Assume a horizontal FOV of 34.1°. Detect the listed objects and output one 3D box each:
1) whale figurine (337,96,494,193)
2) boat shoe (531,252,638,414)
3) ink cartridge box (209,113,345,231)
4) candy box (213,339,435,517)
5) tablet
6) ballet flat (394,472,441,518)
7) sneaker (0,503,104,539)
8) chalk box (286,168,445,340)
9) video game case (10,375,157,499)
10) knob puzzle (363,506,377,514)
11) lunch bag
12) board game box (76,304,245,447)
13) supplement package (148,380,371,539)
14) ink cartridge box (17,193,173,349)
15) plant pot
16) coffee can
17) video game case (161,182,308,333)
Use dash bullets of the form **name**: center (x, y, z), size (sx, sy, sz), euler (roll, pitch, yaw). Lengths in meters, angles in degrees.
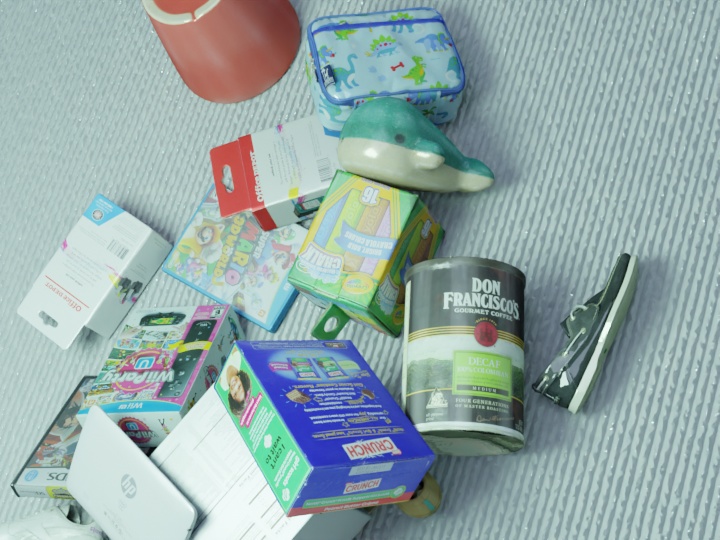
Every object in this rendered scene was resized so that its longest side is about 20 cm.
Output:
- **whale figurine**: center (0.071, -0.152, 1.463), size (0.198, 0.159, 0.105), euler (12, 86, -16)
- **boat shoe**: center (0.267, 0.064, 1.371), size (0.067, 0.072, 0.201), euler (25, 82, 22)
- **ink cartridge box**: center (-0.092, -0.130, 1.566), size (0.198, 0.067, 0.117), euler (-16, 64, 6)
- **candy box**: center (-0.042, 0.166, 1.289), size (0.200, 0.168, 0.078), euler (51, 127, 41)
- **tablet**: center (-0.265, 0.261, 1.339), size (0.200, 0.014, 0.131), euler (38, 119, 29)
- **ballet flat**: center (0.015, 0.211, 1.379), size (0.199, 0.063, 0.069), euler (35, 81, 27)
- **sneaker**: center (-0.418, 0.350, 1.527), size (0.198, 0.075, 0.100), euler (7, 54, 22)
- **chalk box**: center (0.000, 0.000, 1.465), size (0.123, 0.124, 0.202), euler (19, 80, 25)
- **video game case**: center (-0.323, 0.209, 1.496), size (0.179, 0.026, 0.201), euler (-3, 38, 24)
- **knob puzzle**: center (-0.054, 0.243, 1.444), size (0.217, 0.030, 0.222), euler (-7, 69, 17)
- **lunch bag**: center (0.028, -0.267, 1.541), size (0.198, 0.083, 0.162), euler (-6, 57, -11)
- **board game box**: center (-0.248, 0.132, 1.488), size (0.146, 0.065, 0.201), euler (-4, 38, 19)
- **supplement package**: center (-0.124, 0.262, 1.359), size (0.151, 0.152, 0.200), euler (-48, 62, -1)
- **ink cartridge box**: center (-0.368, 0.011, 1.627), size (0.115, 0.068, 0.201), euler (31, 83, 27)
- **plant pot**: center (-0.205, -0.362, 1.648), size (0.198, 0.177, 0.203), euler (-7, 67, 17)
- **coffee can**: center (0.120, 0.103, 1.370), size (0.145, 0.146, 0.202), euler (-4, 69, 19)
- **video game case**: center (-0.159, -0.020, 1.590), size (0.199, 0.018, 0.144), euler (27, 80, 26)
